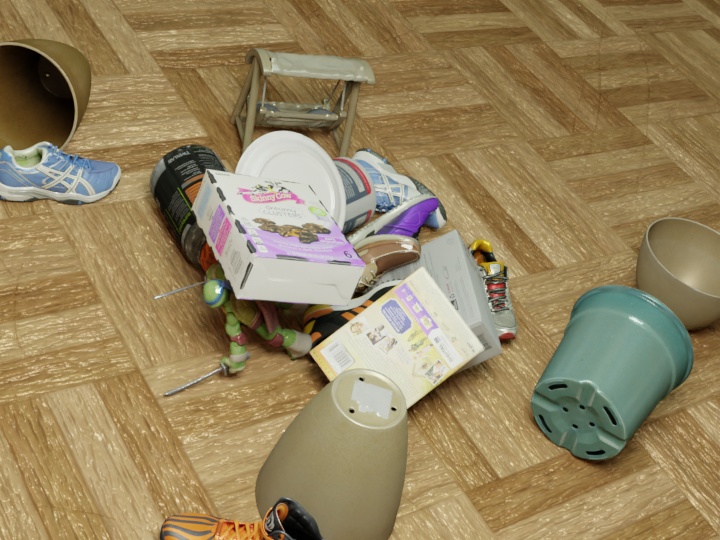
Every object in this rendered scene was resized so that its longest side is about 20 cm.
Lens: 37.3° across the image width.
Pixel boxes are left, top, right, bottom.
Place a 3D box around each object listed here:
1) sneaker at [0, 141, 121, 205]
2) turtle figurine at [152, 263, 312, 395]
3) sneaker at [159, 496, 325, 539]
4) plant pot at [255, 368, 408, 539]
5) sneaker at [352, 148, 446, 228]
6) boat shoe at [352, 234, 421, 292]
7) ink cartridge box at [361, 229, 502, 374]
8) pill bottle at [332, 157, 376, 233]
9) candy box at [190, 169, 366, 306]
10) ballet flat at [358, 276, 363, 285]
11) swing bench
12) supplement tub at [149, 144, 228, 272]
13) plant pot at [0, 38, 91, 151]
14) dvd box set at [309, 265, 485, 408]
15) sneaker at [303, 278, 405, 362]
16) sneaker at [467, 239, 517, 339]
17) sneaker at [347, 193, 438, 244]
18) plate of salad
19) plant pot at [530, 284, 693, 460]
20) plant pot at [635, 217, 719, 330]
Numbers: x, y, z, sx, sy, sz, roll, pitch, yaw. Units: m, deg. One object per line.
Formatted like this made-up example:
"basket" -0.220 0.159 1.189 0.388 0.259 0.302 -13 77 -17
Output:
"sneaker" -0.460 -0.150 1.629 0.199 0.077 0.076 -6 44 -31
"turtle figurine" -0.173 0.068 1.485 0.193 0.201 0.144 18 25 -44
"sneaker" -0.128 0.300 1.231 0.198 0.113 0.078 15 39 -7
"plant pot" -0.016 0.220 1.304 0.186 0.201 0.188 13 39 -10
"sneaker" 0.057 -0.124 1.836 0.199 0.076 0.077 33 66 11
"boat shoe" 0.000 0.000 1.622 0.198 0.076 0.072 -15 63 18
"ink cartridge box" 0.101 0.063 1.601 0.174 0.084 0.201 -25 41 15
"pill bottle" -0.078 -0.098 1.704 0.119 0.120 0.199 40 42 22
"candy box" -0.112 -0.044 1.417 0.167 0.072 0.200 5 34 -34
"ballet flat" -0.081 -0.013 1.525 0.198 0.076 0.064 9 6 -22
"swing bench" -0.105 -0.296 1.855 0.197 0.201 0.130 2 42 -22
"supplement tub" -0.232 -0.087 1.621 0.122 0.123 0.201 -9 49 -32
"plant pot" -0.511 -0.296 1.713 0.185 0.188 0.200 19 26 -3
"dvd box set" 0.050 0.111 1.469 0.199 0.029 0.147 -38 82 -4
"sneaker" 0.010 0.080 1.528 0.198 0.070 0.091 -16 45 17
"sneaker" 0.202 0.031 1.711 0.077 0.083 0.201 1 44 -22
"sneaker" 0.060 -0.046 1.734 0.199 0.069 0.100 -32 91 -26
"plate of salad" -0.107 -0.106 1.584 0.199 0.048 0.202 5 81 -36
"plant pot" 0.357 0.158 1.560 0.199 0.201 0.196 33 48 15
"plant pot" 0.554 0.024 1.832 0.198 0.135 0.201 12 41 -10
